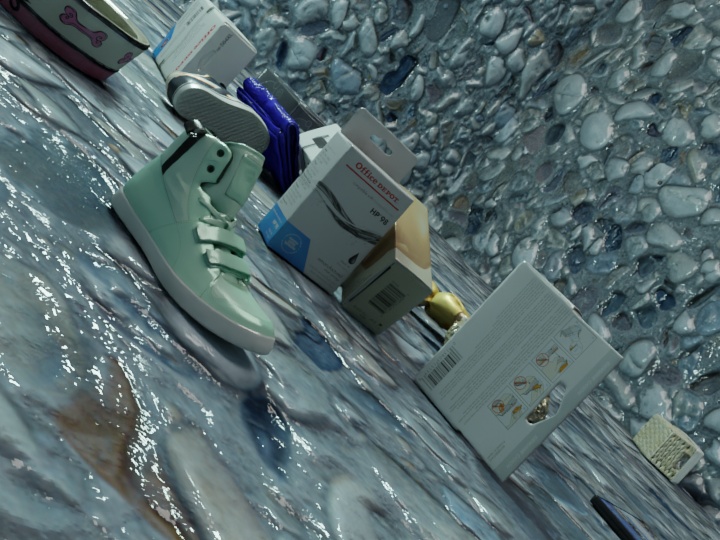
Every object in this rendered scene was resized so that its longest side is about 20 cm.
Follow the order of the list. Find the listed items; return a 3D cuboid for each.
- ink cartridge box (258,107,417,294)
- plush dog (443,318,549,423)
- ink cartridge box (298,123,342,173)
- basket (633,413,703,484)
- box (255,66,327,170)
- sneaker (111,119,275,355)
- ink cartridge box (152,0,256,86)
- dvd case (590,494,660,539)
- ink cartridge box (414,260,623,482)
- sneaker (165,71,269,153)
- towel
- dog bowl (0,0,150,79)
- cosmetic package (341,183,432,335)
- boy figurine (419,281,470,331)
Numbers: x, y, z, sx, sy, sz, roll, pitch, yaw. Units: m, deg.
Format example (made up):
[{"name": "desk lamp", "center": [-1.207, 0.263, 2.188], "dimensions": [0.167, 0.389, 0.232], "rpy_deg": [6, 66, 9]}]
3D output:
[{"name": "ink cartridge box", "center": [-0.018, -0.087, 1.141], "dimensions": [0.115, 0.200, 0.067], "rpy_deg": [37, 9, -28]}, {"name": "plush dog", "center": [0.211, 0.131, 1.427], "dimensions": [0.170, 0.162, 0.200], "rpy_deg": [18, 11, -5]}, {"name": "ink cartridge box", "center": [-0.041, -0.140, 1.506], "dimensions": [0.200, 0.083, 0.146], "rpy_deg": [-119, -164, -64]}, {"name": "basket", "center": [0.956, 0.551, 2.869], "dimensions": [0.123, 0.136, 0.200], "rpy_deg": [39, 8, -6]}, {"name": "box", "center": [-0.161, -0.299, 1.833], "dimensions": [0.106, 0.122, 0.200], "rpy_deg": [36, 10, -40]}, {"name": "sneaker", "center": [-0.108, -0.035, 0.725], "dimensions": [0.201, 0.118, 0.074], "rpy_deg": [48, 8, 25]}, {"name": "ink cartridge box", "center": [-0.279, -0.385, 1.621], "dimensions": [0.084, 0.146, 0.200], "rpy_deg": [39, 10, -35]}, {"name": "dvd case", "center": [0.438, 0.420, 1.403], "dimensions": [0.199, 0.018, 0.143], "rpy_deg": [34, 11, -45]}, {"name": "ink cartridge box", "center": [0.185, 0.118, 1.076], "dimensions": [0.174, 0.200, 0.043], "rpy_deg": [48, 9, 33]}, {"name": "sneaker", "center": [-0.222, -0.250, 1.438], "dimensions": [0.199, 0.078, 0.080], "rpy_deg": [34, 14, -50]}, {"name": "towel", "center": [-0.158, -0.226, 1.566], "dimensions": [0.200, 0.049, 0.149], "rpy_deg": [-128, -151, -46]}, {"name": "dog bowl", "center": [-0.360, -0.318, 1.130], "dimensions": [0.200, 0.074, 0.200], "rpy_deg": [42, 7, -7]}, {"name": "cosmetic package", "center": [0.035, -0.021, 1.219], "dimensions": [0.071, 0.105, 0.201], "rpy_deg": [39, 26, -22]}, {"name": "boy figurine", "center": [0.151, 0.081, 1.566], "dimensions": [0.200, 0.065, 0.124], "rpy_deg": [41, -12, -3]}]
